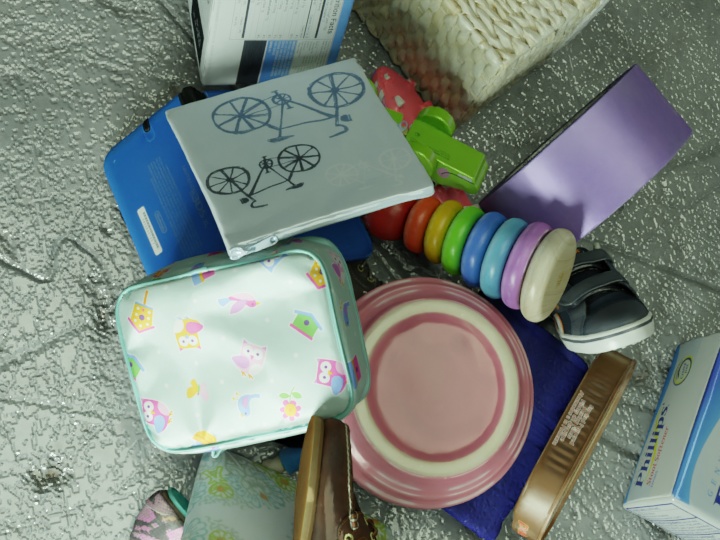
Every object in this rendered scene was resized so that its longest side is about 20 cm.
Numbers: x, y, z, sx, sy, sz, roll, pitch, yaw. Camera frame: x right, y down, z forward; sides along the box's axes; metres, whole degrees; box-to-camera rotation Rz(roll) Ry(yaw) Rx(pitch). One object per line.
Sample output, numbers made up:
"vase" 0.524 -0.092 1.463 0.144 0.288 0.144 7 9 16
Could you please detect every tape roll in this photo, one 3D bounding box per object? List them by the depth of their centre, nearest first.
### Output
"tape roll" 0.213 -0.099 1.105 0.200 0.200 0.085 -41 91 -21

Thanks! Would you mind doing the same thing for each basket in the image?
"basket" 0.109 -0.276 1.125 0.160 0.200 0.199 -38 89 -15

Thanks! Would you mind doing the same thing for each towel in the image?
"towel" -0.056 0.241 0.969 0.198 0.172 0.049 28 108 -11
"towel" 0.116 0.133 1.078 0.147 0.049 0.201 39 73 -22

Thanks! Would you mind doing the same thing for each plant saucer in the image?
"plant saucer" 0.060 0.104 1.001 0.197 0.051 0.204 2 78 -10

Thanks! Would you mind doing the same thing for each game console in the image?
"game console" -0.114 -0.059 1.061 0.170 0.118 0.202 -34 67 17

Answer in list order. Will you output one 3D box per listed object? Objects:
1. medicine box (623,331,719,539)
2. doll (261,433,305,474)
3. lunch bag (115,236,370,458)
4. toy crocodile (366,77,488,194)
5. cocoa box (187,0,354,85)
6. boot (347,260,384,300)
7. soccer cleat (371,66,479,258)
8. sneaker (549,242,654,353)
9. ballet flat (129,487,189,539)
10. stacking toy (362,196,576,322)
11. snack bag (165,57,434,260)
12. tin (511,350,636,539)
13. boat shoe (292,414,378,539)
"medicine box" 0.388 0.189 1.137 0.198 0.103 0.184 28 70 -9
"doll" -0.070 0.122 1.031 0.197 0.048 0.138 16 101 -2
"lunch bag" -0.096 0.065 0.945 0.197 0.077 0.163 -12 100 17
"toy crocodile" 0.024 -0.123 1.063 0.198 0.062 0.068 23 52 -1
"cocoa box" -0.092 -0.291 1.074 0.129 0.134 0.202 -3 59 -17
"boot" 0.000 0.000 1.090 0.198 0.069 0.176 -22 82 -20
"soccer cleat" 0.048 -0.109 1.136 0.066 0.076 0.202 0 58 -49
"sneaker" 0.209 0.023 1.071 0.077 0.200 0.080 -19 98 -5
"ballet flat" -0.116 0.272 0.995 0.199 0.069 0.071 39 89 1
"stacking toy" 0.091 -0.029 1.044 0.198 0.086 0.086 24 68 24
"snack bag" -0.050 -0.099 0.971 0.186 0.022 0.201 -18 48 -14
"tin" 0.200 0.163 1.085 0.041 0.112 0.201 26 67 20
"boat shoe" -0.020 0.213 0.872 0.069 0.070 0.203 7 75 -7
